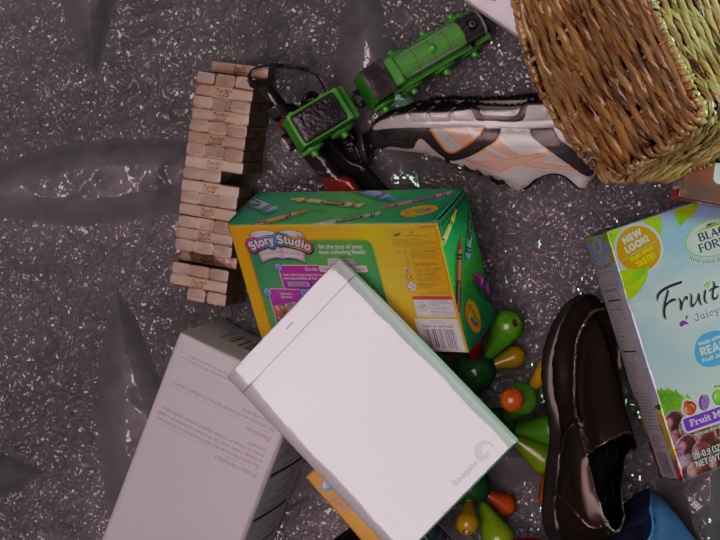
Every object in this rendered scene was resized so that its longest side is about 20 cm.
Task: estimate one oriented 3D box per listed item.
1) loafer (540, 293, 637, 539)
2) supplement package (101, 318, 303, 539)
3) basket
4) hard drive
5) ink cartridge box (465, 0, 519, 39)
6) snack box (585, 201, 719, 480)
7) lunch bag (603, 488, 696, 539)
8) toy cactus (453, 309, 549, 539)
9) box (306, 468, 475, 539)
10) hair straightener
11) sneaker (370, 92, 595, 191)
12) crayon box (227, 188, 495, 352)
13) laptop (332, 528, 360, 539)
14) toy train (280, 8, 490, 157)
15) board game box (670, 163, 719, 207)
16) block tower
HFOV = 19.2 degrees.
[{"bbox_3d":[0.190,0.119,1.677,0.071,0.073,0.202,-1,87,45],"label":"loafer"},{"bbox_3d":[-0.118,0.159,1.782,0.116,0.117,0.202,24,100,12],"label":"supplement package"},{"bbox_3d":[0.219,-0.170,1.583,0.143,0.148,0.202,-37,71,45],"label":"basket"},{"bbox_3d":[0.009,0.108,1.673,0.132,0.027,0.200,-45,83,7],"label":"hard drive"},{"bbox_3d":[0.203,-0.219,1.678,0.199,0.084,0.146,35,102,10],"label":"ink cartridge box"},{"bbox_3d":[0.286,0.042,1.654,0.167,0.068,0.202,-18,89,-11],"label":"snack box"},{"bbox_3d":[0.220,0.277,1.653,0.136,0.200,0.132,-42,93,15],"label":"lunch bag"},{"bbox_3d":[0.088,0.135,1.744,0.163,0.102,0.202,3,104,25],"label":"toy cactus"},{"bbox_3d":[0.033,0.204,1.743,0.200,0.119,0.041,46,105,8],"label":"box"},{"bbox_3d":[-0.018,-0.096,1.762,0.200,0.077,0.041,47,134,-4],"label":"hair straightener"},{"bbox_3d":[0.102,-0.101,1.724,0.198,0.074,0.081,1,107,21],"label":"sneaker"},{"bbox_3d":[0.000,0.000,1.723,0.198,0.058,0.120,1,119,30],"label":"crayon box"},{"bbox_3d":[-0.005,0.353,1.823,0.177,0.103,0.201,-36,59,15],"label":"laptop"},{"bbox_3d":[0.022,-0.154,1.711,0.199,0.056,0.042,-33,87,-12],"label":"toy train"},{"bbox_3d":[0.338,-0.089,1.629,0.198,0.019,0.104,9,87,-13],"label":"board game box"},{"bbox_3d":[-0.117,-0.075,1.795,0.053,0.058,0.202,9,96,14],"label":"block tower"}]
